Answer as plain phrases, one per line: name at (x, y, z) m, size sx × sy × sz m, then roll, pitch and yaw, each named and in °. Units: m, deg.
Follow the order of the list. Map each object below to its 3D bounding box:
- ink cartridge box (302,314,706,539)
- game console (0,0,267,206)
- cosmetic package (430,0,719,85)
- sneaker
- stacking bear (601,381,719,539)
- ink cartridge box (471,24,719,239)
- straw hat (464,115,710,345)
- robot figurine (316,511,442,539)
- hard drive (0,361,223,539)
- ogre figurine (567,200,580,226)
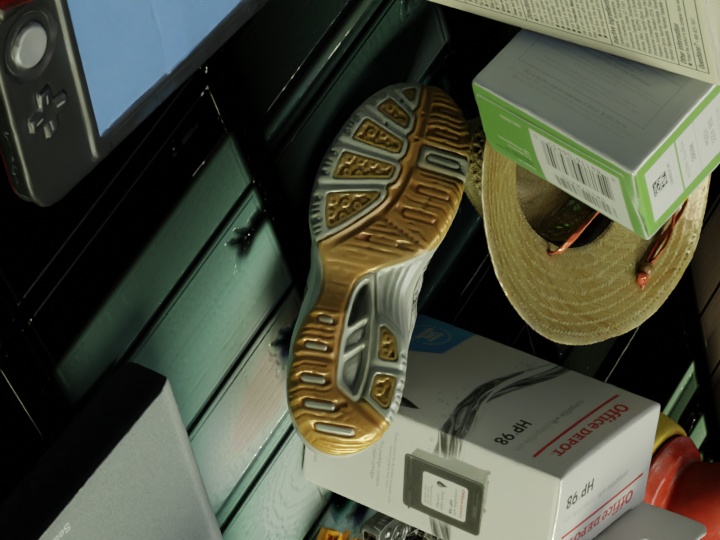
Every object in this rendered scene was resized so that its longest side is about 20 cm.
ink cartridge box at (0.083, 0.099, 1.237) m, size 0.116 × 0.199 × 0.067 m, roll -29°, pitch 131°, yaw -51°
game console at (-0.055, -0.129, 0.927) m, size 0.200 × 0.118 × 0.173 m, roll -47°, pitch 145°, yaw -34°
cosmetic package at (0.090, -0.168, 1.071) m, size 0.071 × 0.199 × 0.105 m, roll -57°, pitch 151°, yaw -23°
sneaker at (0.000, 0.000, 1.182) m, size 0.088 × 0.075 × 0.201 m, roll 119°, pitch -11°, yaw -77°
stacking bear at (0.164, 0.135, 1.404) m, size 0.121 × 0.199 × 0.114 m, roll -11°, pitch 118°, yaw -58°
ink cartridge box at (0.160, -0.121, 1.118) m, size 0.200 × 0.104 × 0.059 m, roll -47°, pitch 146°, yaw -16°
straw hat at (0.100, -0.056, 1.241) m, size 0.201 × 0.085 × 0.202 m, roll -10°, pitch 104°, yaw -45°
robot figurine at (0.015, 0.202, 1.337) m, size 0.200 × 0.058 × 0.145 m, roll 28°, pitch 83°, yaw -63°
hard drive at (-0.121, 0.157, 1.092) m, size 0.140 × 0.033 × 0.200 m, roll -51°, pitch 147°, yaw -30°
ogre figurine at (0.159, -0.073, 1.377) m, size 0.200 × 0.098 × 0.120 m, roll 124°, pitch -15°, yaw -68°
